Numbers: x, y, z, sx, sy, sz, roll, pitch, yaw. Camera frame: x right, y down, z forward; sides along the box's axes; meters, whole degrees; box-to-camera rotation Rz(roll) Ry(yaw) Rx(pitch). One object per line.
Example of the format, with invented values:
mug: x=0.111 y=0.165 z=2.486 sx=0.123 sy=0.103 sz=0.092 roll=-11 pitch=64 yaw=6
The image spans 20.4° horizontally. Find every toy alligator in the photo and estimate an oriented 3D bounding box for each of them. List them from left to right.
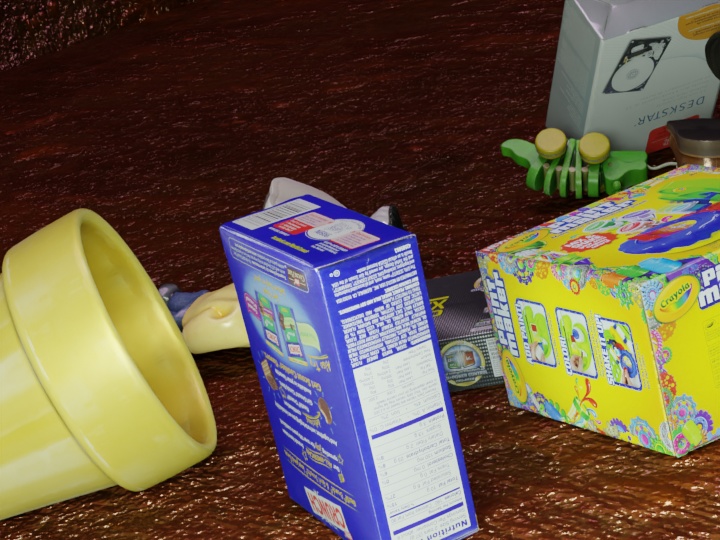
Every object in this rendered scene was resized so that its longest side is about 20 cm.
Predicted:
toy alligator: x=0.226 y=-0.090 z=1.879 sx=0.198 sy=0.059 sz=0.055 roll=8 pitch=57 yaw=14

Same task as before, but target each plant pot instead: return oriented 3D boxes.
plant pot: x=-0.232 y=0.086 z=1.443 sx=0.188 sy=0.202 sz=0.201 roll=-28 pitch=15 yaw=7

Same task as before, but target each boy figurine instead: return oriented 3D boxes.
boy figurine: x=-0.101 y=0.040 z=1.689 sx=0.199 sy=0.065 sz=0.124 roll=0 pitch=21 yaw=38

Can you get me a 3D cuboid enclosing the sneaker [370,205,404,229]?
sneaker: x=0.000 y=0.000 z=1.743 sx=0.079 sy=0.074 sz=0.200 roll=-21 pitch=9 yaw=10

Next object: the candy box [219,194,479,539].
candy box: x=-0.008 y=0.067 z=1.269 sx=0.077 sy=0.201 sz=0.169 roll=-18 pitch=17 yaw=-20

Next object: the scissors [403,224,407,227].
scissors: x=-0.022 y=-0.016 z=1.882 sx=0.073 sy=0.014 sz=0.200 roll=-50 pitch=-17 yaw=23

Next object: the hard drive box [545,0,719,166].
hard drive box: x=0.272 y=-0.202 z=1.937 sx=0.155 sy=0.201 sz=0.077 roll=-19 pitch=57 yaw=-14

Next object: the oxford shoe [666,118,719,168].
oxford shoe: x=0.310 y=-0.100 z=1.798 sx=0.071 sy=0.072 sz=0.200 roll=0 pitch=13 yaw=13

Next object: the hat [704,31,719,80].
hat: x=0.401 y=-0.151 z=1.848 sx=0.199 sy=0.081 sz=0.201 roll=20 pitch=-14 yaw=5

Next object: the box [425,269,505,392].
box: x=0.059 y=0.049 z=1.554 sx=0.198 sy=0.045 sz=0.160 roll=-10 pitch=17 yaw=15

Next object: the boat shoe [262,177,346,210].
boat shoe: x=-0.057 y=-0.035 z=1.719 sx=0.072 sy=0.061 sz=0.202 roll=23 pitch=11 yaw=2

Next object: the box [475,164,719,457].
box: x=0.221 y=0.021 z=1.374 sx=0.199 sy=0.123 sz=0.192 roll=-22 pitch=17 yaw=-26
